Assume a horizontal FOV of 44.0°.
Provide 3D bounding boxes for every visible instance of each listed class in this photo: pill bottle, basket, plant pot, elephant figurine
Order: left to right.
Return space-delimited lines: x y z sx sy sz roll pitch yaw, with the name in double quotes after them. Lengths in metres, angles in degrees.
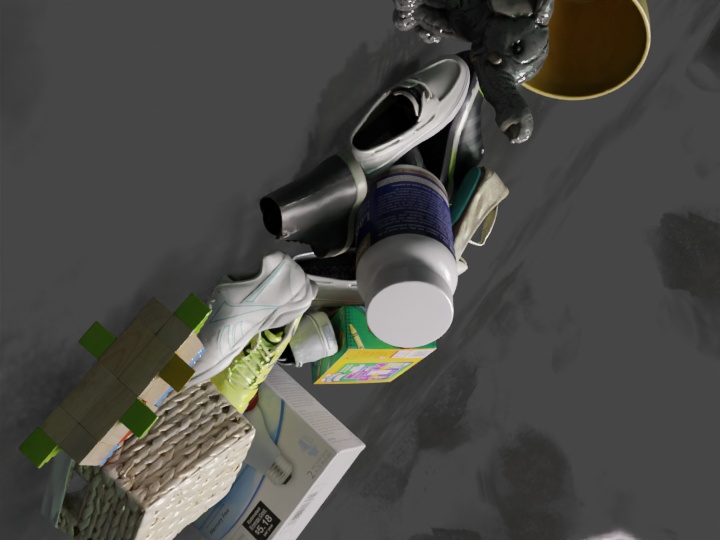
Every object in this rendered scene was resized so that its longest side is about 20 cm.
-0.226 0.215 0.975 0.199 0.123 0.137 -29 152 -53 "basket"
0.050 -0.018 0.997 0.202 0.114 0.117 -91 -158 -51 "pill bottle"
0.139 -0.244 0.887 0.157 0.199 0.141 -57 163 20 "elephant figurine"
0.275 -0.344 1.143 0.201 0.196 0.144 102 5 -57 "plant pot"

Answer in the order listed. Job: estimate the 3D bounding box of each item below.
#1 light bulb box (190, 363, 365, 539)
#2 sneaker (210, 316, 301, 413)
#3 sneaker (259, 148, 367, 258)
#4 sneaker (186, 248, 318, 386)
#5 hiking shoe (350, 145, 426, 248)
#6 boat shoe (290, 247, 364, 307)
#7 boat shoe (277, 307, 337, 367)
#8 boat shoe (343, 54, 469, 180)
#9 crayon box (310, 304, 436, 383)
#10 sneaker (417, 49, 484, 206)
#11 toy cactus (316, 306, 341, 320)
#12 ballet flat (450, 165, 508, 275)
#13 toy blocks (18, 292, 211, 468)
-0.137 0.237 1.138 0.200 0.199 0.125 -53 163 3 "light bulb box"
-0.127 0.087 1.041 0.203 0.074 0.076 -64 -165 4 "sneaker"
-0.063 -0.058 0.987 0.105 0.076 0.201 -26 163 -18 "sneaker"
-0.144 0.048 0.969 0.199 0.081 0.071 -37 -157 6 "sneaker"
0.021 -0.080 1.112 0.099 0.076 0.202 -12 140 -23 "hiking shoe"
0.000 0.000 1.119 0.069 0.195 0.073 107 -17 -54 "boat shoe"
-0.087 0.087 1.150 0.070 0.071 0.200 -18 -178 -16 "boat shoe"
0.055 -0.188 1.022 0.199 0.072 0.066 -39 166 -15 "boat shoe"
0.011 0.100 1.169 0.116 0.060 0.200 1 161 -16 "crayon box"
0.123 -0.176 1.135 0.082 0.071 0.204 9 102 -44 "sneaker"
0.000 0.023 1.246 0.164 0.103 0.200 -40 173 -9 "toy cactus"
0.120 -0.033 1.099 0.202 0.062 0.067 -58 -159 -3 "ballet flat"
-0.220 0.111 0.856 0.201 0.099 0.137 -50 176 -13 "toy blocks"
